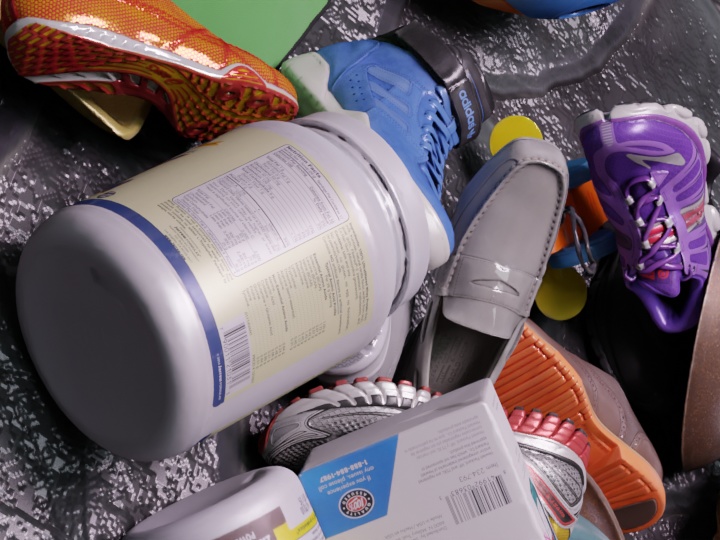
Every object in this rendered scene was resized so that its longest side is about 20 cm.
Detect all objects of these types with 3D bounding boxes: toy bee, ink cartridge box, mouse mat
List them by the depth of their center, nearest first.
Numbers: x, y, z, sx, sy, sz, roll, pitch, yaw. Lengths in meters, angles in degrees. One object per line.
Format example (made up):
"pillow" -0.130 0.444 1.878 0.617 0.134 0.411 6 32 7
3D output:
"ink cartridge box" 0.057 0.177 1.401 0.067 0.116 0.201 -63 131 -80
"mouse mat" -0.071 -0.187 1.496 0.200 0.007 0.162 -57 141 -49
"toy bee" 0.107 -0.037 1.624 0.200 0.108 0.132 23 55 -69

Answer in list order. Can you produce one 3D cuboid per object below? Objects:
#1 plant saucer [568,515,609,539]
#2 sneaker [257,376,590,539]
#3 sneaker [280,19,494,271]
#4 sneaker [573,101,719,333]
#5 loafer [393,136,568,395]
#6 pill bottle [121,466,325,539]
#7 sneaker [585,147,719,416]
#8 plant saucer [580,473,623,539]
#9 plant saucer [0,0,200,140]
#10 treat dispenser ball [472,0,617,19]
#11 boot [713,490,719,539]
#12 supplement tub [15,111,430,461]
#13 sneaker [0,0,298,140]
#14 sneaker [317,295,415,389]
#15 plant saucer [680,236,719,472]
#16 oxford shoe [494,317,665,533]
"plant saucer" 0.123 0.231 1.506 0.199 0.036 0.201 17 65 -40
"sneaker" 0.038 0.117 1.457 0.199 0.078 0.083 10 60 -7
"sneaker" 0.038 -0.082 1.488 0.111 0.200 0.077 -22 129 -12
"sneaker" 0.190 -0.033 1.574 0.200 0.080 0.084 58 29 -48
"loafer" 0.077 0.015 1.502 0.070 0.201 0.070 13 27 -15
"pill bottle" -0.047 0.216 1.358 0.109 0.109 0.201 -28 95 -46
"sneaker" 0.209 0.000 1.708 0.076 0.091 0.201 20 64 -41
"plant saucer" 0.095 0.202 1.548 0.200 0.037 0.201 18 63 -40
"plant saucer" -0.180 -0.199 1.420 0.200 0.048 0.201 42 50 -27
"treat dispenser ball" 0.122 -0.266 1.636 0.200 0.200 0.202 18 64 -40
"boot" 0.252 0.202 1.657 0.066 0.176 0.200 26 14 3
"supplement tub" -0.072 0.003 1.369 0.200 0.145 0.146 -28 96 -39
"sneaker" -0.110 -0.127 1.381 0.200 0.073 0.077 22 51 -42
"sneaker" 0.000 0.000 1.531 0.082 0.074 0.201 76 23 -49
"plant saucer" 0.259 0.042 1.697 0.200 0.036 0.201 11 90 -75
"oxford shoe" 0.128 0.085 1.625 0.200 0.071 0.073 51 28 -27
